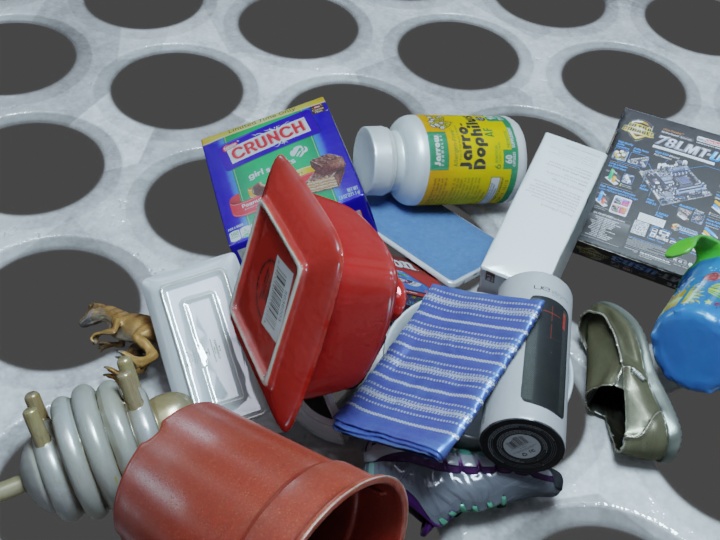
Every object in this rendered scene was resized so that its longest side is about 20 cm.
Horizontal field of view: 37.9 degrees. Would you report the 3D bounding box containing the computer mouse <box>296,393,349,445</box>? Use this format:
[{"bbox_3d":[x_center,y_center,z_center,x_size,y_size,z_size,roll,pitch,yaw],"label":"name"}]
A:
[{"bbox_3d":[-0.068,0.098,1.091,0.044,0.110,0.201,-23,58,-7],"label":"computer mouse"}]

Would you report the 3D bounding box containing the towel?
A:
[{"bbox_3d":[0.074,0.091,1.014,0.144,0.024,0.200,7,50,45],"label":"towel"}]

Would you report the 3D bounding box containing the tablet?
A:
[{"bbox_3d":[0.075,-0.050,1.290,0.200,0.014,0.130,35,40,28],"label":"tablet"}]

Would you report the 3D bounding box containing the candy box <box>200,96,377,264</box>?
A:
[{"bbox_3d":[-0.089,-0.103,1.270,0.168,0.077,0.201,-21,46,-1],"label":"candy box"}]

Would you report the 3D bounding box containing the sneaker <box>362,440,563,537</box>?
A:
[{"bbox_3d":[0.096,0.218,1.017,0.199,0.074,0.088,9,75,-3],"label":"sneaker"}]

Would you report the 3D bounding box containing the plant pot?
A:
[{"bbox_3d":[-0.094,0.222,0.903,0.195,0.202,0.201,26,47,31],"label":"plant pot"}]

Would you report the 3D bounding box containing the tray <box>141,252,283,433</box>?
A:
[{"bbox_3d":[-0.151,0.083,1.076,0.107,0.022,0.201,-17,73,-8],"label":"tray"}]

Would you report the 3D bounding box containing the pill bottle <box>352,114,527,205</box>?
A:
[{"bbox_3d":[0.097,-0.138,1.308,0.199,0.113,0.113,-2,44,-19],"label":"pill bottle"}]

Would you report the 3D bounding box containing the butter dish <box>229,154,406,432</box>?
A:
[{"bbox_3d":[-0.026,0.022,0.986,0.147,0.201,0.200,5,30,-26],"label":"butter dish"}]

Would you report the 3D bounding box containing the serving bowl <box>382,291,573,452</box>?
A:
[{"bbox_3d":[0.120,0.115,1.106,0.199,0.066,0.201,2,45,-2],"label":"serving bowl"}]

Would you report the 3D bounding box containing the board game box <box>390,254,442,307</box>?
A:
[{"bbox_3d":[0.000,0.000,1.173,0.199,0.020,0.103,13,22,-24],"label":"board game box"}]

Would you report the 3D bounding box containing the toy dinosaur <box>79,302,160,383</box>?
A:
[{"bbox_3d":[-0.219,0.074,1.119,0.199,0.061,0.106,17,44,11],"label":"toy dinosaur"}]

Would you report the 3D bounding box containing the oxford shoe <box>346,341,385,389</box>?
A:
[{"bbox_3d":[-0.024,0.061,1.142,0.072,0.085,0.200,17,22,-10],"label":"oxford shoe"}]

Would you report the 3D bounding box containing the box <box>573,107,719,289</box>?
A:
[{"bbox_3d":[0.383,-0.083,1.288,0.199,0.050,0.199,20,70,18],"label":"box"}]

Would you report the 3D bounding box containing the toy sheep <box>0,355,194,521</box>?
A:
[{"bbox_3d":[-0.247,0.165,0.976,0.199,0.138,0.138,-20,49,-8],"label":"toy sheep"}]

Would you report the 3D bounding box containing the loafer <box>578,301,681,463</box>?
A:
[{"bbox_3d":[0.272,0.114,1.115,0.069,0.075,0.201,-3,45,-15],"label":"loafer"}]

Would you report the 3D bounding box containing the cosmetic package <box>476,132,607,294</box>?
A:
[{"bbox_3d":[0.206,-0.042,1.204,0.081,0.113,0.201,21,67,14],"label":"cosmetic package"}]

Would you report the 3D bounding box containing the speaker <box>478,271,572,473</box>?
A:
[{"bbox_3d":[0.165,0.094,1.028,0.081,0.082,0.201,11,44,5],"label":"speaker"}]

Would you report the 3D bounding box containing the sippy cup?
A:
[{"bbox_3d":[0.379,0.062,1.118,0.178,0.140,0.130,42,41,20],"label":"sippy cup"}]
